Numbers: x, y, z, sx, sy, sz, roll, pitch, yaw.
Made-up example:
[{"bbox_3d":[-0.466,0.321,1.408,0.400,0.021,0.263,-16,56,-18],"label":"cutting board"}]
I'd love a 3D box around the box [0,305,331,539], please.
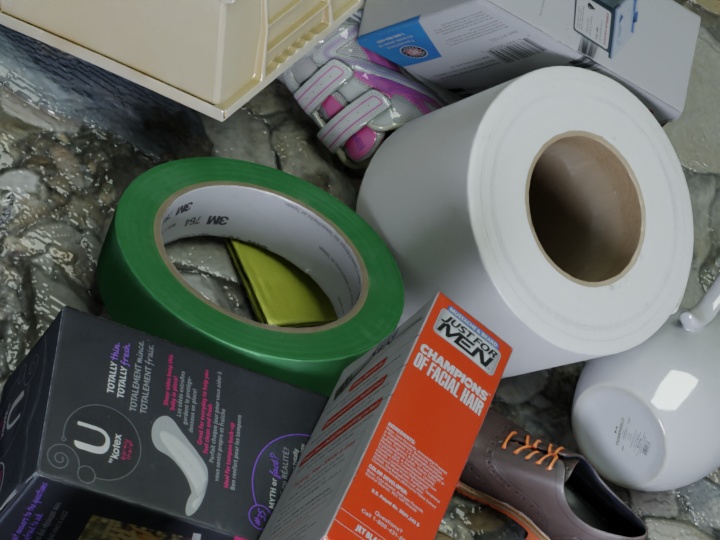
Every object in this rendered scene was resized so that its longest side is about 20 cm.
[{"bbox_3d":[-0.116,0.124,1.269,0.200,0.106,0.123,21,50,-21],"label":"box"}]

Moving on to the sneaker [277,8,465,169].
[{"bbox_3d":[-0.003,-0.129,1.542,0.200,0.081,0.088,29,46,-13],"label":"sneaker"}]

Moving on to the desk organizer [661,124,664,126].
[{"bbox_3d":[0.230,-0.196,1.753,0.077,0.072,0.200,33,47,-13],"label":"desk organizer"}]

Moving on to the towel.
[{"bbox_3d":[0.000,0.000,1.500,0.200,0.018,0.086,-5,57,-35],"label":"towel"}]

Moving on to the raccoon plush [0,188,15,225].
[{"bbox_3d":[-0.253,0.039,1.280,0.134,0.097,0.201,-26,105,-56],"label":"raccoon plush"}]

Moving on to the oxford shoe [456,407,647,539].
[{"bbox_3d":[0.113,0.130,1.441,0.200,0.073,0.071,39,47,-4],"label":"oxford shoe"}]

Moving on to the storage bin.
[{"bbox_3d":[-0.122,-0.222,1.465,0.200,0.094,0.199,24,42,21],"label":"storage bin"}]

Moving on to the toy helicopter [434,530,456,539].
[{"bbox_3d":[0.037,0.181,1.278,0.132,0.200,0.079,39,74,4],"label":"toy helicopter"}]

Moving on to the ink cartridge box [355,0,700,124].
[{"bbox_3d":[0.121,-0.173,1.508,0.200,0.146,0.086,23,71,-32],"label":"ink cartridge box"}]

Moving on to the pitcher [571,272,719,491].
[{"bbox_3d":[0.244,0.059,1.516,0.121,0.172,0.200,27,37,29],"label":"pitcher"}]

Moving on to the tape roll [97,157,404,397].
[{"bbox_3d":[-0.072,0.006,1.382,0.200,0.048,0.201,15,37,-12],"label":"tape roll"}]

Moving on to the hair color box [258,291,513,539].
[{"bbox_3d":[0.008,0.118,1.206,0.064,0.111,0.200,37,46,-12],"label":"hair color box"}]

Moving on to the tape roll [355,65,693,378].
[{"bbox_3d":[0.115,-0.030,1.469,0.202,0.139,0.203,8,75,-32],"label":"tape roll"}]
